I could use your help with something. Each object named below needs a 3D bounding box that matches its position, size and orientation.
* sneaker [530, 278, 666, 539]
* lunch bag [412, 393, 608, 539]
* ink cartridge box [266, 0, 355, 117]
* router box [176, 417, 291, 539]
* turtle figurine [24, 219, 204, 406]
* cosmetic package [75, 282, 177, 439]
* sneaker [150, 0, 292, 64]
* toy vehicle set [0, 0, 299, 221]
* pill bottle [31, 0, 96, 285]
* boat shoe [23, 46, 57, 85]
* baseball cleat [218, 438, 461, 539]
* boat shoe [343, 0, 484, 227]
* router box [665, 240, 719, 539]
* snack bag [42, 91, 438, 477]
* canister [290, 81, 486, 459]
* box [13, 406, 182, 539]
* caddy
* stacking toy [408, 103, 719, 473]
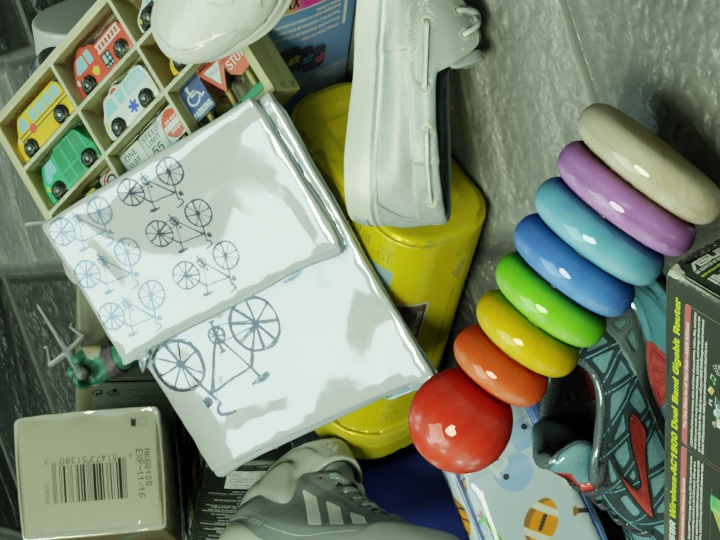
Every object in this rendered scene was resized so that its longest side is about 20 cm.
[{"bbox_3d":[0.132,0.098,1.124,0.079,0.095,0.201,5,115,59],"label":"sneaker"},{"bbox_3d":[0.096,0.147,1.219,0.160,0.075,0.201,-169,58,-86],"label":"lunch bag"},{"bbox_3d":[-0.073,-0.154,1.312,0.136,0.076,0.201,47,148,32],"label":"ink cartridge box"},{"bbox_3d":[-0.094,0.093,1.453,0.150,0.062,0.201,103,163,-52],"label":"router box"},{"bbox_3d":[-0.140,0.010,1.358,0.200,0.100,0.151,27,129,42],"label":"turtle figurine"},{"bbox_3d":[-0.173,0.099,1.514,0.201,0.073,0.104,101,165,-49],"label":"cosmetic package"},{"bbox_3d":[-0.062,-0.199,1.137,0.078,0.099,0.200,43,109,16],"label":"sneaker"},{"bbox_3d":[-0.135,-0.100,1.261,0.200,0.026,0.125,-42,74,32],"label":"toy vehicle set"},{"bbox_3d":[-0.179,-0.093,1.499,0.112,0.112,0.201,28,133,49],"label":"pill bottle"},{"bbox_3d":[-0.146,-0.067,1.409,0.201,0.075,0.086,27,122,-8],"label":"boat shoe"},{"bbox_3d":[-0.007,0.148,1.258,0.199,0.107,0.070,-4,142,39],"label":"baseball cleat"},{"bbox_3d":[0.035,-0.123,1.154,0.071,0.070,0.202,7,100,10],"label":"boat shoe"},{"bbox_3d":[0.218,0.100,0.995,0.150,0.062,0.201,35,140,43],"label":"router box"},{"bbox_3d":[-0.075,0.018,1.234,0.188,0.021,0.201,-26,99,31],"label":"snack bag"},{"bbox_3d":[0.000,0.000,1.291,0.149,0.086,0.201,50,146,29],"label":"canister"},{"bbox_3d":[-0.168,0.140,1.356,0.200,0.094,0.078,94,171,-80],"label":"box"},{"bbox_3d":[0.010,0.208,1.405,0.141,0.105,0.201,9,118,56],"label":"caddy"},{"bbox_3d":[0.091,0.018,1.037,0.085,0.085,0.200,44,104,35],"label":"stacking toy"}]
